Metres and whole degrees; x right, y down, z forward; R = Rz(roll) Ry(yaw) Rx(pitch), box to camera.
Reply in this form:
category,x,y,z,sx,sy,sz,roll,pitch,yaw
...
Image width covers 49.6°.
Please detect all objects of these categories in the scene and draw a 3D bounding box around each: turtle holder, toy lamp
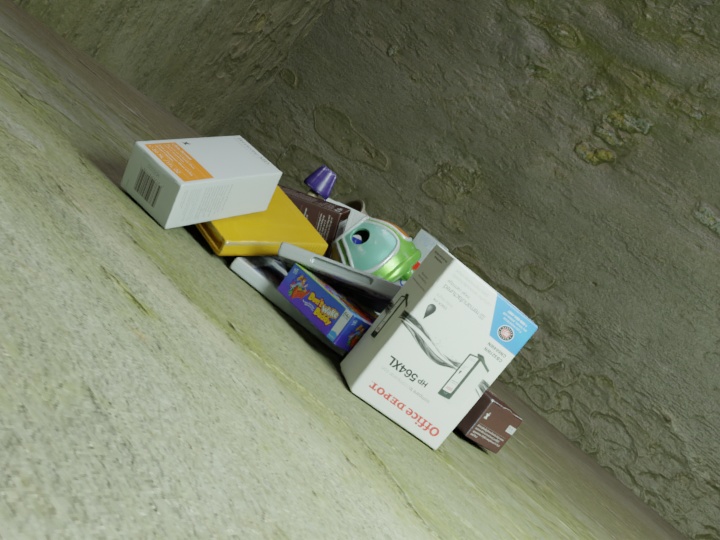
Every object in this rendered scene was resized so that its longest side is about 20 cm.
category,x,y,z,sx,sy,sz,roll,pitch,yaw
turtle holder,0.005,-0.004,1.289,0.132,0.185,0.141,52,16,-3
toy lamp,-0.116,-0.106,1.448,0.058,0.201,0.058,37,2,-2

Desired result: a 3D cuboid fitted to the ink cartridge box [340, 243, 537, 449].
category,x,y,z,sx,sy,sz,roll,pitch,yaw
ink cartridge box,0.093,0.095,0.957,0.146,0.201,0.084,36,6,-18

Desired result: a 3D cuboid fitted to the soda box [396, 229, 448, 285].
category,x,y,z,sx,sy,sz,roll,pitch,yaw
soda box,0.075,0.026,1.385,0.063,0.201,0.068,36,2,6

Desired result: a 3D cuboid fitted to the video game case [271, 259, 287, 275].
category,x,y,z,sx,sy,sz,roll,pitch,yaw
video game case,-0.068,0.055,1.363,0.200,0.018,0.143,40,4,20

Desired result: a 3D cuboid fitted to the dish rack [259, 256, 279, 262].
category,x,y,z,sx,sy,sz,roll,pitch,yaw
dish rack,-0.196,-0.071,1.251,0.199,0.044,0.172,28,6,-9

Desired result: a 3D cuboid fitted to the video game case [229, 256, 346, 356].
category,x,y,z,sx,sy,sz,roll,pitch,yaw
video game case,-0.093,0.046,1.152,0.199,0.023,0.182,39,3,1

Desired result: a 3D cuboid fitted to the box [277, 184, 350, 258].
category,x,y,z,sx,sy,sz,roll,pitch,yaw
box,-0.127,-0.089,1.378,0.198,0.101,0.075,20,14,10

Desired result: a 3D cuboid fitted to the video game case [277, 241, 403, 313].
category,x,y,z,sx,sy,sz,roll,pitch,yaw
video game case,-0.024,0.019,1.126,0.180,0.024,0.200,21,-10,4

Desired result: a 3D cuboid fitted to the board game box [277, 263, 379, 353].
category,x,y,z,sx,sy,sz,roll,pitch,yaw
board game box,-0.008,0.075,1.070,0.134,0.045,0.200,40,3,38

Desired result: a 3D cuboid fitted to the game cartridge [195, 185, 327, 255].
category,x,y,z,sx,sy,sz,roll,pitch,yaw
game cartridge,-0.167,-0.083,1.162,0.199,0.033,0.177,2,39,-48

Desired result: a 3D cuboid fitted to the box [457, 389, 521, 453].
category,x,y,z,sx,sy,sz,roll,pitch,yaw
box,0.156,0.197,1.262,0.100,0.075,0.200,36,2,-41

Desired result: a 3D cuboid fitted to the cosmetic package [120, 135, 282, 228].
category,x,y,z,sx,sy,sz,roll,pitch,yaw
cosmetic package,-0.213,-0.126,1.070,0.101,0.072,0.199,40,29,20

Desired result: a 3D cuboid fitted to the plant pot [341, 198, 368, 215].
category,x,y,z,sx,sy,sz,roll,pitch,yaw
plant pot,-0.017,-0.018,1.679,0.184,0.200,0.200,49,-1,-22

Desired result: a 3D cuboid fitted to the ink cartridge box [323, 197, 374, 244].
category,x,y,z,sx,sy,sz,roll,pitch,yaw
ink cartridge box,-0.018,-0.069,1.539,0.037,0.096,0.199,9,-9,46
